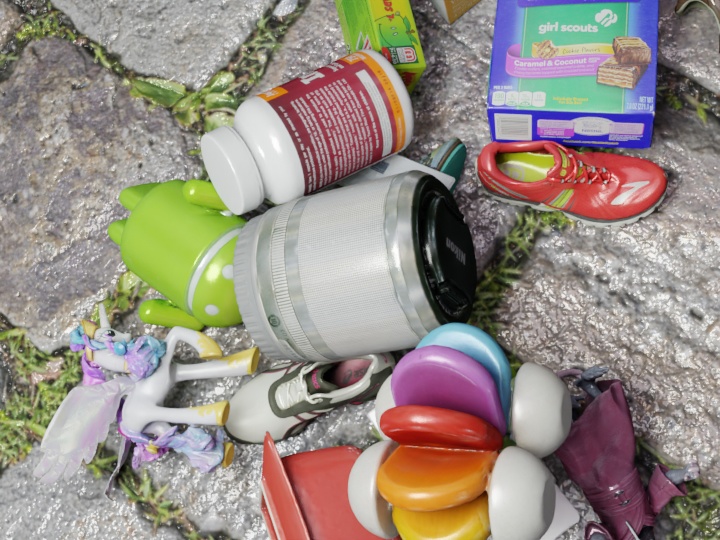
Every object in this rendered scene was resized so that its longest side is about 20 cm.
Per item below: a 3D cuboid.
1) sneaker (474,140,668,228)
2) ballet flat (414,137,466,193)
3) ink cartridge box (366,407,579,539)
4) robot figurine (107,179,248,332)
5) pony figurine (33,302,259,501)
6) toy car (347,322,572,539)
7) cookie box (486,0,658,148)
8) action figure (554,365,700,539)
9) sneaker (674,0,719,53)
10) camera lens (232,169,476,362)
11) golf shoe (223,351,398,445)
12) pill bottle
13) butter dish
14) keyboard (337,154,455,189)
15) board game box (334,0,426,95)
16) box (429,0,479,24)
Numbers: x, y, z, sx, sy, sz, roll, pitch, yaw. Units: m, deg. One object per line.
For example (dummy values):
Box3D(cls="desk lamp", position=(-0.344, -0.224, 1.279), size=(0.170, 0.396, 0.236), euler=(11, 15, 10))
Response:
Box3D(cls="sneaker", position=(0.213, -0.094, 1.073), size=(0.198, 0.085, 0.078), euler=(6, 77, 14))
Box3D(cls="ballet flat", position=(0.048, -0.055, 1.108), size=(0.074, 0.074, 0.202), euler=(19, 78, 16))
Box3D(cls="ink cartridge box", position=(0.112, 0.191, 1.027), size=(0.116, 0.068, 0.201), euler=(-37, 71, 1))
Box3D(cls="robot figurine", position=(-0.174, -0.019, 1.117), size=(0.199, 0.115, 0.177), euler=(34, 113, 20))
Box3D(cls="pony figurine", position=(-0.221, 0.138, 1.063), size=(0.198, 0.167, 0.195), euler=(10, 74, 14))
Box3D(cls="toy car", position=(0.075, 0.131, 0.880), size=(0.173, 0.151, 0.201), euler=(-3, 44, 27))
Box3D(cls="cookie box", position=(0.225, -0.236, 1.100), size=(0.169, 0.075, 0.202), euler=(3, 67, 11))
Box3D(cls="action figure", position=(0.229, 0.203, 0.985), size=(0.133, 0.149, 0.202), euler=(-27, 97, -18))
Box3D(cls="sneaker", position=(0.416, -0.241, 1.091), size=(0.076, 0.070, 0.200), euler=(-47, 67, 17))
Box3D(cls="camera lens", position=(0.000, 0.000, 0.995), size=(0.198, 0.160, 0.162), euler=(-12, 72, 25))
Box3D(cls="golf shoe", position=(-0.058, 0.119, 1.073), size=(0.198, 0.088, 0.078), euler=(-22, 73, 7))
Box3D(cls="pill bottle", position=(-0.054, -0.136, 1.055), size=(0.199, 0.113, 0.113), euler=(-28, 70, -21))
Box3D(cls="butter dish", position=(-0.008, 0.244, 0.990), size=(0.146, 0.200, 0.202), euler=(-17, 71, -12))
Box3D(cls="keyboard", position=(0.017, -0.103, 1.114), size=(0.199, 0.011, 0.056), euler=(29, 78, 43))
Box3D(cls="board game box", position=(0.014, -0.284, 1.154), size=(0.047, 0.102, 0.202), euler=(-7, 72, -18))
Box3D(cls="box", position=(0.104, -0.376, 1.112), size=(0.124, 0.200, 0.098), euler=(-37, 71, 1))
